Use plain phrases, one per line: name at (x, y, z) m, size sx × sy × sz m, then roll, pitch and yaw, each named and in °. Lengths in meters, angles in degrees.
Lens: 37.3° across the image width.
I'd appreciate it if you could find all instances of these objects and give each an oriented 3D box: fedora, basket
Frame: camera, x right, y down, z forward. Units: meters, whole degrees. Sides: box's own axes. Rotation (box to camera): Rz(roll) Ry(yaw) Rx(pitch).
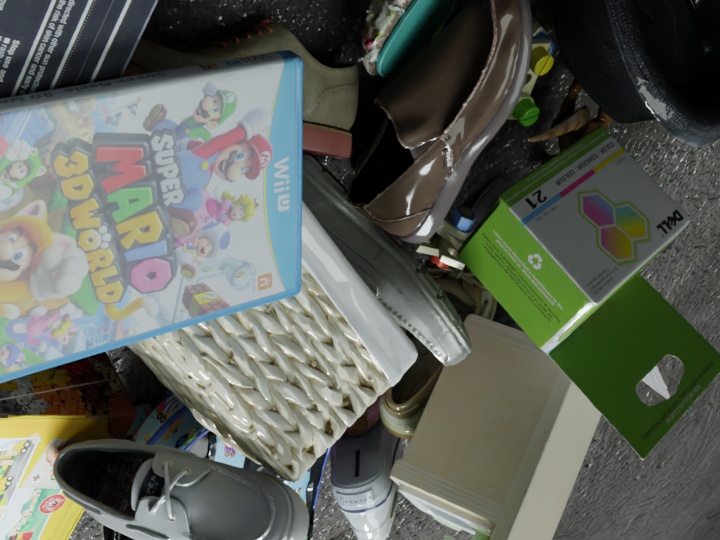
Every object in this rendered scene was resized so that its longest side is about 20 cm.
fedora at (0.207, -0.185, 0.801) m, size 0.198 × 0.205 × 0.091 m, roll 0°, pitch 171°, yaw -41°
basket at (-0.081, 0.024, 0.693) m, size 0.124 × 0.135 × 0.201 m, roll -49°, pitch 121°, yaw -18°

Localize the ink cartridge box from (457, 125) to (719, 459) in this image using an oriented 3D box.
ink cartridge box at (0.193, 0.011, 0.792) m, size 0.147 × 0.200 × 0.076 m, roll -33°, pitch 165°, yaw -39°

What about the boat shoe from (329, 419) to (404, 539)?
boat shoe at (0.003, 0.174, 0.963) m, size 0.072 × 0.200 × 0.068 m, roll -9°, pitch 108°, yaw 11°

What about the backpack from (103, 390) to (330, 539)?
backpack at (-0.115, 0.155, 0.870) m, size 0.180 × 0.135 × 0.202 m, roll -11°, pitch 136°, yaw -33°

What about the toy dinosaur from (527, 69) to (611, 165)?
toy dinosaur at (0.180, -0.116, 0.867) m, size 0.200 × 0.060 × 0.108 m, roll 49°, pitch 64°, yaw -77°

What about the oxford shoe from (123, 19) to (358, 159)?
oxford shoe at (-0.082, -0.127, 0.686) m, size 0.198 × 0.070 × 0.076 m, roll 10°, pitch 95°, yaw -45°

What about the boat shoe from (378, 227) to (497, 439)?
boat shoe at (0.069, 0.042, 0.908) m, size 0.203 × 0.072 × 0.063 m, roll -61°, pitch 163°, yaw -23°

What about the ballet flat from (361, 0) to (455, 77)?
ballet flat at (0.058, -0.220, 0.699) m, size 0.201 × 0.064 × 0.075 m, roll -49°, pitch 161°, yaw 12°

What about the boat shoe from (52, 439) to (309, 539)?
boat shoe at (-0.124, 0.146, 0.697) m, size 0.068 × 0.198 × 0.073 m, roll 42°, pitch 67°, yaw -47°

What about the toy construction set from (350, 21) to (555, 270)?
toy construction set at (0.070, -0.099, 0.821) m, size 0.129 × 0.092 × 0.203 m, roll -3°, pitch 119°, yaw -40°

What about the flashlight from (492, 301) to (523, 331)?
flashlight at (0.102, 0.086, 1.013) m, size 0.067 × 0.068 × 0.200 m, roll -21°, pitch 164°, yaw -47°

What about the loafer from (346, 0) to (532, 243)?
loafer at (0.048, -0.105, 0.705) m, size 0.070 × 0.073 × 0.202 m, roll 7°, pitch 122°, yaw -29°

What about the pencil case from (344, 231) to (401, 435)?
pencil case at (-0.009, 0.054, 0.905) m, size 0.085 × 0.083 × 0.202 m, roll -19°, pitch 139°, yaw -22°

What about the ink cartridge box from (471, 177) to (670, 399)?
ink cartridge box at (0.201, 0.016, 0.951) m, size 0.050 × 0.199 × 0.161 m, roll -48°, pitch 144°, yaw -5°

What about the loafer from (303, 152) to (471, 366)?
loafer at (0.000, 0.000, 0.785) m, size 0.070 × 0.200 × 0.070 m, roll -45°, pitch 179°, yaw 6°

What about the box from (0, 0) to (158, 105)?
box at (-0.208, -0.146, 0.487) m, size 0.196 × 0.124 × 0.201 m, roll 9°, pitch 124°, yaw -44°

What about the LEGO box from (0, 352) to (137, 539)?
LEGO box at (-0.275, 0.149, 0.771) m, size 0.147 × 0.077 × 0.202 m, roll 8°, pitch 122°, yaw -45°

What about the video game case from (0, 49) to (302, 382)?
video game case at (-0.119, -0.027, 0.549) m, size 0.197 × 0.018 × 0.146 m, roll -16°, pitch 124°, yaw -29°

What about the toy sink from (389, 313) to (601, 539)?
toy sink at (0.103, 0.161, 0.863) m, size 0.203 × 0.110 × 0.131 m, roll -65°, pitch 151°, yaw -14°
